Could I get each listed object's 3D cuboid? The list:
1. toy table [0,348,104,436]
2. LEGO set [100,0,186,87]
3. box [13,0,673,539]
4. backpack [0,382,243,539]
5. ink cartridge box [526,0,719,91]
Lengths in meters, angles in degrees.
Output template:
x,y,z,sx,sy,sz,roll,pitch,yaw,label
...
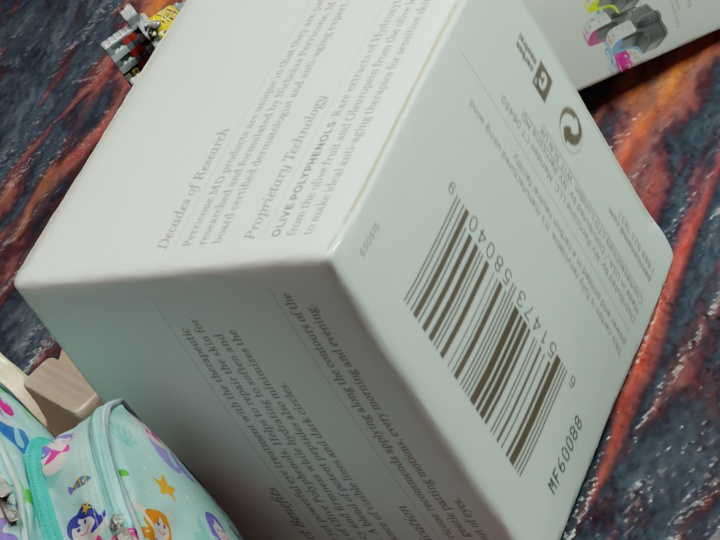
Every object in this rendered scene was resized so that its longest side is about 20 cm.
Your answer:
x,y,z,sx,sy,sz,roll,pitch,yaw,label
-0.146,0.076,1.283,0.184,0.117,0.200,8,52,45,toy table
-0.045,-0.096,1.401,0.154,0.116,0.200,-32,35,4,LEGO set
0.000,0.000,1.178,0.171,0.199,0.200,-7,42,35,box
-0.121,0.139,1.109,0.151,0.178,0.200,-38,49,1,backpack
0.098,-0.147,1.358,0.200,0.068,0.115,-23,34,-2,ink cartridge box
